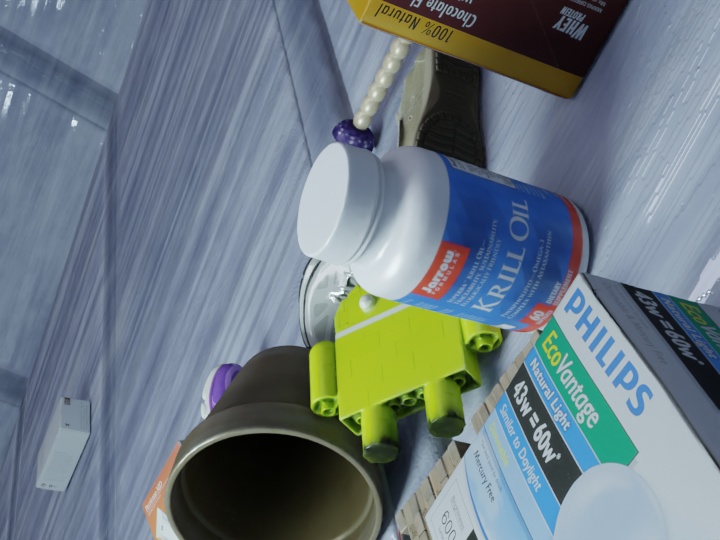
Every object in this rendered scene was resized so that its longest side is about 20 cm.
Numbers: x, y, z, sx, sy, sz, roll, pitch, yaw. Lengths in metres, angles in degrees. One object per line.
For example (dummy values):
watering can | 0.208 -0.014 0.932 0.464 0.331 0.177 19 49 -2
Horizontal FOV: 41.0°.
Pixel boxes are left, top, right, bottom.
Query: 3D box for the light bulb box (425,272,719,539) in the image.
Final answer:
light bulb box | 0.153 0.145 0.513 0.201 0.124 0.199 -64 28 27

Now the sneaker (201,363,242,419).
sneaker | -0.135 0.197 1.173 0.083 0.080 0.201 -40 50 31

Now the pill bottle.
pill bottle | 0.059 -0.026 0.708 0.112 0.198 0.113 -39 44 52

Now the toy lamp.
toy lamp | 0.033 -0.218 1.032 0.201 0.058 0.058 -62 28 32

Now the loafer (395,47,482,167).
loafer | 0.069 -0.127 0.895 0.068 0.075 0.202 -37 36 55

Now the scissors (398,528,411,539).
scissors | 0.072 0.255 0.762 0.073 0.014 0.201 -60 30 26

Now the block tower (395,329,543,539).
block tower | 0.101 0.139 0.697 0.201 0.054 0.058 -58 30 29

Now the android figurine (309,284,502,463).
android figurine | 0.036 0.061 0.829 0.181 0.041 0.201 -24 45 22

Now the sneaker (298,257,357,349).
sneaker | 0.000 0.000 0.964 0.115 0.075 0.202 20 93 67

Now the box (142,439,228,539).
box | -0.138 0.290 1.013 0.125 0.097 0.201 -57 49 34

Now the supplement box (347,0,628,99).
supplement box | 0.109 -0.272 0.733 0.201 0.196 0.133 -63 28 28

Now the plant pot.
plant pot | -0.075 0.172 0.934 0.174 0.199 0.201 -86 22 -58

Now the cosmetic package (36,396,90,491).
cosmetic package | -0.669 0.392 2.168 0.201 0.073 0.102 -58 31 30
